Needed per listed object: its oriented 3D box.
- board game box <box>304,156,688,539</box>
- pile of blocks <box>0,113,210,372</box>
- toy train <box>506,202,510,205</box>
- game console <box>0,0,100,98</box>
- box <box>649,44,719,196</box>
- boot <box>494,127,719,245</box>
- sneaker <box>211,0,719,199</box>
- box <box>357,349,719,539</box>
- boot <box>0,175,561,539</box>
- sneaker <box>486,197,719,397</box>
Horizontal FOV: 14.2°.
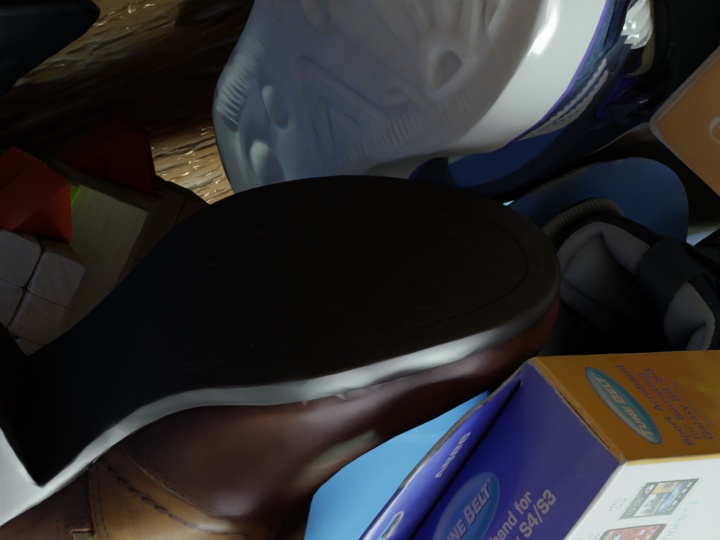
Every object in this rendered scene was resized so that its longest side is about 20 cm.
[{"bbox_3d":[0.011,0.037,0.834,0.200,0.039,0.158,-55,155,15],"label":"board game box"},{"bbox_3d":[-0.092,-0.019,0.792,0.062,0.082,0.200,-64,174,6],"label":"pile of blocks"},{"bbox_3d":[0.000,0.000,0.904,0.055,0.151,0.199,28,-152,35],"label":"toy train"},{"bbox_3d":[-0.161,0.023,0.653,0.200,0.117,0.175,-28,168,39],"label":"game console"},{"bbox_3d":[0.199,-0.054,0.705,0.200,0.152,0.106,-47,168,17],"label":"box"},{"bbox_3d":[0.084,-0.030,0.874,0.199,0.075,0.097,-21,131,-31],"label":"boot"},{"bbox_3d":[0.053,-0.077,0.711,0.146,0.081,0.200,-26,170,-26],"label":"sneaker"},{"bbox_3d":[0.068,0.075,0.715,0.200,0.041,0.119,-2,133,-50],"label":"box"},{"bbox_3d":[-0.013,0.079,0.724,0.187,0.069,0.200,-23,132,8],"label":"boot"},{"bbox_3d":[0.116,0.004,0.815,0.202,0.077,0.146,-45,156,-11],"label":"sneaker"}]
